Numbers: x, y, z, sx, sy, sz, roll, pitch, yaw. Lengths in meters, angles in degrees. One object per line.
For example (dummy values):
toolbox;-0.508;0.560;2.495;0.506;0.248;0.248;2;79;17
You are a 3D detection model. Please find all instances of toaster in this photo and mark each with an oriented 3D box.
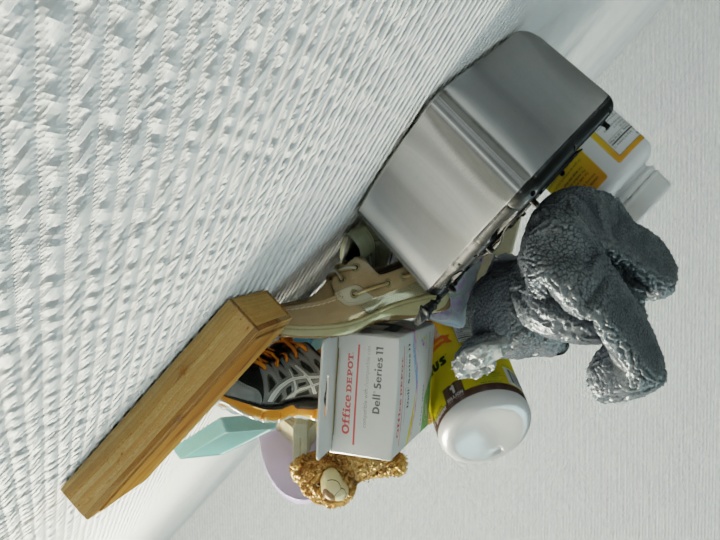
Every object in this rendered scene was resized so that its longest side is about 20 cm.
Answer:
toaster;0.104;-0.087;0.713;0.200;0.119;0.181;-42;173;-37

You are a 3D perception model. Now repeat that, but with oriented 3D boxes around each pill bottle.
pill bottle;0.241;-0.134;0.881;0.109;0.200;0.109;-42;169;-10
pill bottle;0.120;0.113;0.936;0.109;0.108;0.202;-47;-146;24

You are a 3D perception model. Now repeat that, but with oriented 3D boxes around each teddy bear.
teddy bear;0.007;0.212;0.966;0.197;0.067;0.147;-30;131;-9

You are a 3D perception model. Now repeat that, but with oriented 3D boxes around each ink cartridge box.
ink cartridge box;0.020;0.116;0.800;0.199;0.065;0.121;-7;101;-72

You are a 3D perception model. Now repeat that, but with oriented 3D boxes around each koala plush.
koala plush;0.180;0.027;0.795;0.198;0.183;0.180;-27;-152;47

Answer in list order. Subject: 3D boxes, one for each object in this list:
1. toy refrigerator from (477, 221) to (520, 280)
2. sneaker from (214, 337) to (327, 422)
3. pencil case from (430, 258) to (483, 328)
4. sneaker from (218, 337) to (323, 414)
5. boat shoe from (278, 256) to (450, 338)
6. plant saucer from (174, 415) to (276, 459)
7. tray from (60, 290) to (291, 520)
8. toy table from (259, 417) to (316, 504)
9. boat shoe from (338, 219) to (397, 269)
toy refrigerator;0.170;-0.085;1.008;0.070;0.074;0.206;-24;128;-75
sneaker;-0.080;0.101;0.772;0.198;0.077;0.079;11;92;-53
pencil case;0.106;-0.039;0.880;0.089;0.082;0.205;12;97;-39
sneaker;-0.058;0.119;0.875;0.200;0.131;0.079;-41;-177;-39
boat shoe;-0.007;0.020;0.756;0.195;0.066;0.071;-10;-173;-26
plant saucer;-0.156;0.191;0.909;0.068;0.019;0.199;1;159;-28
tray;-0.142;0.104;0.638;0.201;0.037;0.099;-48;175;8
toy table;-0.078;0.195;1.082;0.179;0.204;0.118;-11;148;-9
boat shoe;0.000;0.000;0.855;0.061;0.073;0.202;-26;153;-22
